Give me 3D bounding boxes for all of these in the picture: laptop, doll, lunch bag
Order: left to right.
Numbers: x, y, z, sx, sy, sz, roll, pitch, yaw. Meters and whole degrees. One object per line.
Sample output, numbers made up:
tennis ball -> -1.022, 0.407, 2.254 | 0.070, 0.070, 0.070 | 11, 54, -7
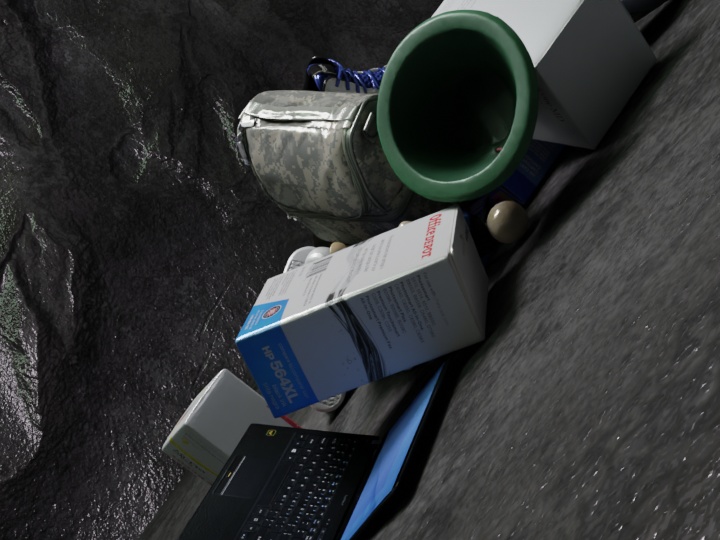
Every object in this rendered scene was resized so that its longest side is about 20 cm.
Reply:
laptop -> -0.037, 0.147, 0.874 | 0.178, 0.198, 0.104 | -57, -34, -57
lunch bag -> -0.018, -0.120, 1.150 | 0.199, 0.168, 0.140 | 10, 67, 45
doll -> 0.069, -0.024, 1.064 | 0.198, 0.136, 0.049 | -15, 66, 26

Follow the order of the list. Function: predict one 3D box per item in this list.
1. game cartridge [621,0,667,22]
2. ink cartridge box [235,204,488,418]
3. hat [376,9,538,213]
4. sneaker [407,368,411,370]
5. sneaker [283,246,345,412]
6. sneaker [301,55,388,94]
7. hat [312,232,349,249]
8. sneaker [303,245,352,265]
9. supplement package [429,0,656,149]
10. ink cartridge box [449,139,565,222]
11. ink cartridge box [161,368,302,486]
game cartridge -> 0.249, -0.273, 1.202 | 0.132, 0.041, 0.199 | -16, -9, -38
ink cartridge box -> 0.007, 0.032, 0.955 | 0.198, 0.085, 0.146 | -21, 16, 15
hat -> 0.125, -0.145, 1.029 | 0.199, 0.168, 0.175 | -7, -2, 41
sneaker -> 0.025, 0.057, 1.125 | 0.080, 0.078, 0.200 | -63, 5, -12
sneaker -> -0.061, 0.076, 1.371 | 0.118, 0.073, 0.203 | 120, 143, -83
sneaker -> -0.002, -0.203, 1.266 | 0.198, 0.115, 0.081 | -29, 43, 5
hat -> 0.043, -0.035, 1.357 | 0.201, 0.200, 0.081 | -51, 37, 11
sneaker -> 0.000, 0.000, 1.239 | 0.200, 0.076, 0.081 | 30, -107, -58
supplement package -> 0.162, -0.209, 1.067 | 0.118, 0.117, 0.199 | -53, 34, -11
ink cartridge box -> 0.165, -0.129, 1.199 | 0.201, 0.076, 0.136 | -52, 3, -16
ink cartridge box -> -0.151, 0.213, 1.331 | 0.084, 0.145, 0.200 | -55, 5, -24
